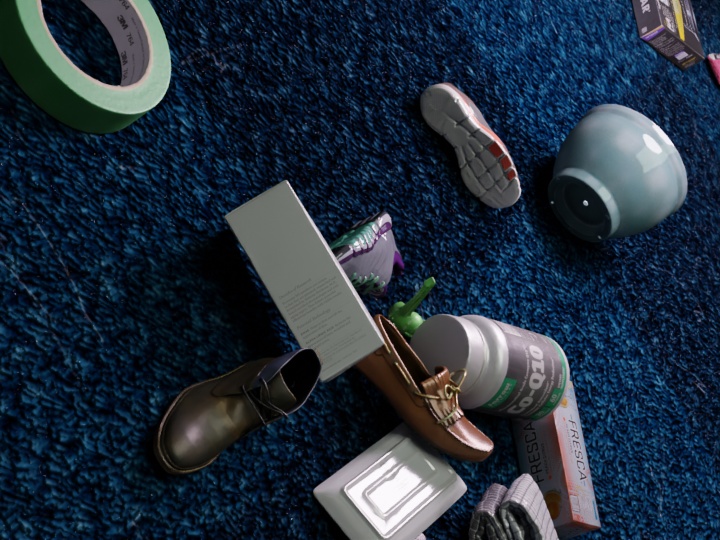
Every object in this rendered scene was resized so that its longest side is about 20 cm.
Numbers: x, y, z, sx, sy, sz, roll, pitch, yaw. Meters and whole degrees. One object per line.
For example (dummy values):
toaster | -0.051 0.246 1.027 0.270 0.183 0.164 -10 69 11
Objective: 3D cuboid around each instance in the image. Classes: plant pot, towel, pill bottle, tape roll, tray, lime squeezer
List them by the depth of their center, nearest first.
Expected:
tape roll | -0.283 -0.239 1.466 0.200 0.048 0.201 32 45 -38
tray | 0.040 0.234 1.555 0.107 0.022 0.200 48 36 9
towel | 0.188 0.342 1.620 0.166 0.085 0.201 -4 73 -80
lime squeezer | 0.067 0.051 1.718 0.038 0.071 0.200 48 -2 20
pill bottle | 0.154 0.116 1.739 0.200 0.113 0.114 16 55 -46
plant pot | 0.362 -0.126 2.136 0.134 0.200 0.201 -39 100 -28

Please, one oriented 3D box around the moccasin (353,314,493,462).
moccasin | 0.075 0.132 1.613 0.201 0.078 0.074 47 20 8

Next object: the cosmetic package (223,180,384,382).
cosmetic package | -0.058 0.013 1.510 0.200 0.081 0.113 58 -3 5

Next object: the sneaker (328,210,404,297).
sneaker | 0.000 0.000 1.655 0.088 0.074 0.200 63 33 -8

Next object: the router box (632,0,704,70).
router box | 0.587 -0.507 2.791 0.157 0.052 0.201 25 49 -41

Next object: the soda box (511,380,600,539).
soda box | 0.241 0.234 1.811 0.063 0.068 0.201 22 51 -44

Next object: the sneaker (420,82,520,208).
sneaker | 0.163 -0.182 1.994 0.200 0.077 0.082 57 28 -10

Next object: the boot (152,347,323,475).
boot | -0.116 0.126 1.389 0.075 0.097 0.200 59 34 -5

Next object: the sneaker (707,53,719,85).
sneaker | 0.776 -0.417 2.960 0.200 0.075 0.081 -2 69 -53

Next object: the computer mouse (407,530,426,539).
computer mouse | 0.045 0.271 1.569 0.058 0.034 0.200 29 39 -17
